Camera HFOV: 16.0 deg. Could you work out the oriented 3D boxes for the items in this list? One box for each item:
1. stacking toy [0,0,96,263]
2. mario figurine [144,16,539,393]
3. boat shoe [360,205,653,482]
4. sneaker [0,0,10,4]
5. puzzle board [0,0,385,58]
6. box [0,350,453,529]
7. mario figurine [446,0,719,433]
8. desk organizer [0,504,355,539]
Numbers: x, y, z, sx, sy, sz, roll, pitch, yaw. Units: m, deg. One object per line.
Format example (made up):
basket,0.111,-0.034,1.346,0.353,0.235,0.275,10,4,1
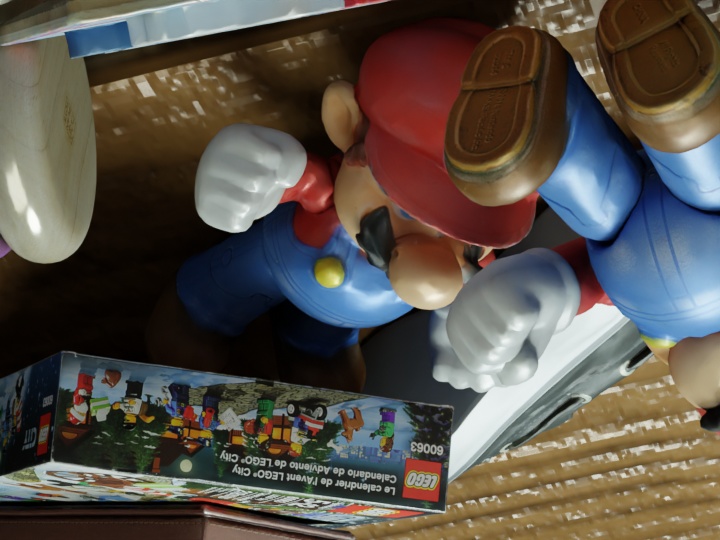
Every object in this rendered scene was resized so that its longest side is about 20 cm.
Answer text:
stacking toy,-0.186,-0.036,0.787,0.200,0.085,0.085,-6,146,7
mario figurine,0.000,0.000,0.832,0.123,0.106,0.200,-26,169,-35
boat shoe,0.057,0.035,0.933,0.057,0.069,0.200,19,137,-32
sneaker,-0.087,-0.135,0.672,0.200,0.074,0.116,-26,157,19
puzzle board,0.010,-0.080,0.688,0.200,0.017,0.151,-11,-175,-13
box,-0.068,0.067,0.916,0.137,0.038,0.200,10,168,-19
mario figurine,0.107,0.011,0.744,0.123,0.106,0.200,19,162,43
desk organizer,-0.100,0.130,0.950,0.072,0.077,0.200,16,165,-42
